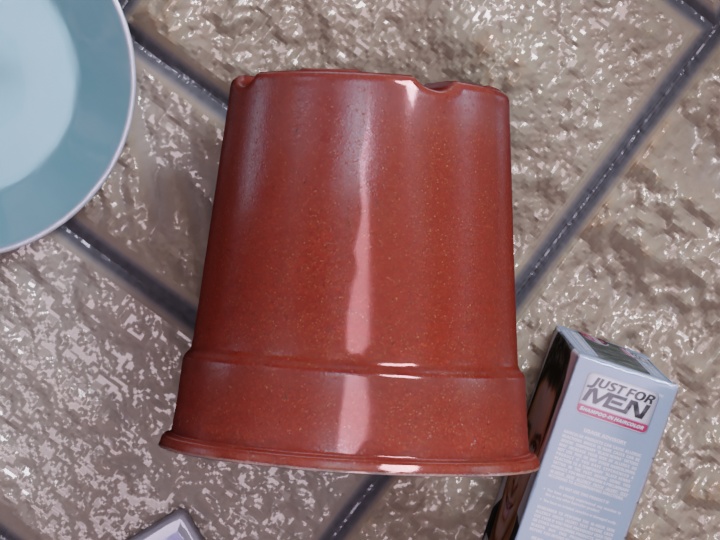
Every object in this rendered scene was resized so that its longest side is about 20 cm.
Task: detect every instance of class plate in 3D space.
[{"bbox_3d":[-0.222,-0.107,1.067,0.199,0.026,0.201,0,98,-3],"label":"plate"}]

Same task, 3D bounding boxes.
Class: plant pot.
[{"bbox_3d":[0.000,0.000,1.016,0.200,0.201,0.196,3,90,-3],"label":"plant pot"}]

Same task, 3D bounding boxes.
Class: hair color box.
[{"bbox_3d":[0.109,0.140,1.077,0.060,0.099,0.201,19,96,-4],"label":"hair color box"}]

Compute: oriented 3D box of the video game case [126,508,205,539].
[{"bbox_3d":[-0.129,0.267,1.122,0.182,0.023,0.200,-30,97,2],"label":"video game case"}]
